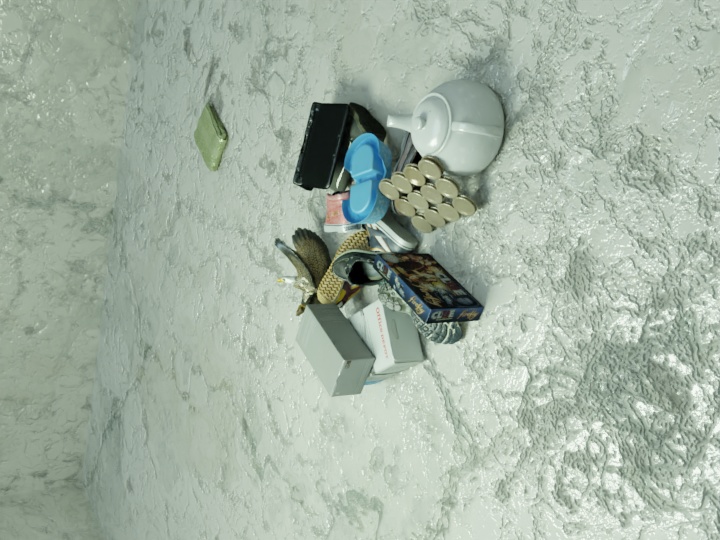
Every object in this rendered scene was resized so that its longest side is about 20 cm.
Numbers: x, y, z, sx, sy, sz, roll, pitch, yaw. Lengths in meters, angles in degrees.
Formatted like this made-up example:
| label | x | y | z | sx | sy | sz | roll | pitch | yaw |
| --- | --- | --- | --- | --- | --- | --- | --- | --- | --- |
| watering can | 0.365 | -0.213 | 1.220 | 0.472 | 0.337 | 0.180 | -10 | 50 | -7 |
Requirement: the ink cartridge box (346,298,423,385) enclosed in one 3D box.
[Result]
| label | x | y | z | sx | sy | sz | roll | pitch | yaw |
| --- | --- | --- | --- | --- | --- | --- | --- | --- | --- |
| ink cartridge box | 0.039 | 0.158 | 1.766 | 0.200 | 0.084 | 0.146 | -35 | 61 | 51 |

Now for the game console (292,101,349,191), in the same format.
| label | x | y | z | sx | sy | sz | roll | pitch | yaw |
| --- | --- | --- | --- | --- | --- | --- | --- | --- | --- |
| game console | -0.077 | -0.285 | 1.905 | 0.116 | 0.176 | 0.201 | 15 | 90 | 15 |

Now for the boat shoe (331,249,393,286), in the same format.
| label | x | y | z | sx | sy | sz | roll | pitch | yaw |
| --- | --- | --- | --- | --- | --- | --- | --- | --- | --- |
| boat shoe | 0.001 | 0.002 | 1.736 | 0.199 | 0.066 | 0.075 | 4 | 122 | 40 |

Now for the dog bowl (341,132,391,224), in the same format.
| label | x | y | z | sx | sy | sz | roll | pitch | yaw |
| --- | --- | --- | --- | --- | --- | --- | --- | --- | --- |
| dog bowl | 0.017 | -0.191 | 1.720 | 0.111 | 0.049 | 0.201 | -14 | 67 | 46 |

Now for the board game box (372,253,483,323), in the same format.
| label | x | y | z | sx | sy | sz | roll | pitch | yaw |
| --- | --- | --- | --- | --- | --- | --- | --- | --- | --- |
| board game box | 0.131 | 0.031 | 1.586 | 0.200 | 0.135 | 0.035 | 47 | 128 | 44 |

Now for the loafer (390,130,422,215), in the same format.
| label | x | y | z | sx | sy | sz | roll | pitch | yaw |
| --- | --- | --- | --- | --- | --- | --- | --- | --- | --- |
| loafer | 0.112 | -0.208 | 1.672 | 0.063 | 0.072 | 0.201 | 24 | 107 | 48 |

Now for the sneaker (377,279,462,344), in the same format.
| label | x | y | z | sx | sy | sz | roll | pitch | yaw |
| --- | --- | --- | --- | --- | --- | --- | --- | --- | --- |
| sneaker | 0.134 | 0.072 | 1.641 | 0.200 | 0.086 | 0.078 | 38 | 116 | 22 |

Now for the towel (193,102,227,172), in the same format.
| label | x | y | z | sx | sy | sz | roll | pitch | yaw |
| --- | --- | --- | --- | --- | --- | --- | --- | --- | --- |
| towel | -0.479 | -0.422 | 2.559 | 0.200 | 0.036 | 0.149 | 60 | 137 | 36 |

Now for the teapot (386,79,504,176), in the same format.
| label | x | y | z | sx | sy | sz | roll | pitch | yaw |
| --- | --- | --- | --- | --- | --- | --- | --- | --- | --- |
| teapot | 0.166 | -0.271 | 1.523 | 0.200 | 0.146 | 0.198 | -48 | 53 | 43 |

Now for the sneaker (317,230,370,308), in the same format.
| label | x | y | z | sx | sy | sz | roll | pitch | yaw |
| --- | --- | --- | --- | --- | --- | --- | --- | --- | --- |
| sneaker | -0.021 | -0.002 | 1.867 | 0.075 | 0.090 | 0.200 | 39 | 96 | 28 |

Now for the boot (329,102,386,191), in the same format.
| label | x | y | z | sx | sy | sz | roll | pitch | yaw |
| --- | --- | --- | --- | --- | --- | --- | --- | --- | --- |
| boot | -0.022 | -0.265 | 1.863 | 0.200 | 0.072 | 0.182 | -62 | 29 | 25 |

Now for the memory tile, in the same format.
| label | x | y | z | sx | sy | sz | roll | pitch | yaw |
| --- | --- | --- | --- | --- | --- | --- | --- | --- | --- |
| memory tile | 0.130 | -0.147 | 1.593 | 0.017 | 0.153 | 0.200 | -54 | 17 | -26 |

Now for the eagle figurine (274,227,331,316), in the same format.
| label | x | y | z | sx | sy | sz | roll | pitch | yaw |
| --- | --- | --- | --- | --- | --- | --- | --- | --- | --- |
| eagle figurine | -0.133 | 0.005 | 1.956 | 0.152 | 0.150 | 0.201 | -155 | 61 | -64 |

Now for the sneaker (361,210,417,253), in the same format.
| label | x | y | z | sx | sy | sz | roll | pitch | yaw |
| --- | --- | --- | --- | --- | --- | --- | --- | --- | --- |
| sneaker | 0.042 | -0.085 | 1.764 | 0.200 | 0.078 | 0.080 | 52 | 125 | 40 |

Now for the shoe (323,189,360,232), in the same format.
| label | x | y | z | sx | sy | sz | roll | pitch | yaw |
| --- | --- | --- | --- | --- | --- | --- | --- | --- | --- |
| shoe | -0.046 | -0.138 | 1.855 | 0.200 | 0.071 | 0.091 | -161 | 60 | -77 |

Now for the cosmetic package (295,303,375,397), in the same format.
| label | x | y | z | sx | sy | sz | roll | pitch | yaw |
| --- | --- | --- | --- | --- | --- | --- | --- | --- | --- |
| cosmetic package | -0.059 | 0.171 | 1.764 | 0.200 | 0.090 | 0.107 | 51 | 131 | 40 |
